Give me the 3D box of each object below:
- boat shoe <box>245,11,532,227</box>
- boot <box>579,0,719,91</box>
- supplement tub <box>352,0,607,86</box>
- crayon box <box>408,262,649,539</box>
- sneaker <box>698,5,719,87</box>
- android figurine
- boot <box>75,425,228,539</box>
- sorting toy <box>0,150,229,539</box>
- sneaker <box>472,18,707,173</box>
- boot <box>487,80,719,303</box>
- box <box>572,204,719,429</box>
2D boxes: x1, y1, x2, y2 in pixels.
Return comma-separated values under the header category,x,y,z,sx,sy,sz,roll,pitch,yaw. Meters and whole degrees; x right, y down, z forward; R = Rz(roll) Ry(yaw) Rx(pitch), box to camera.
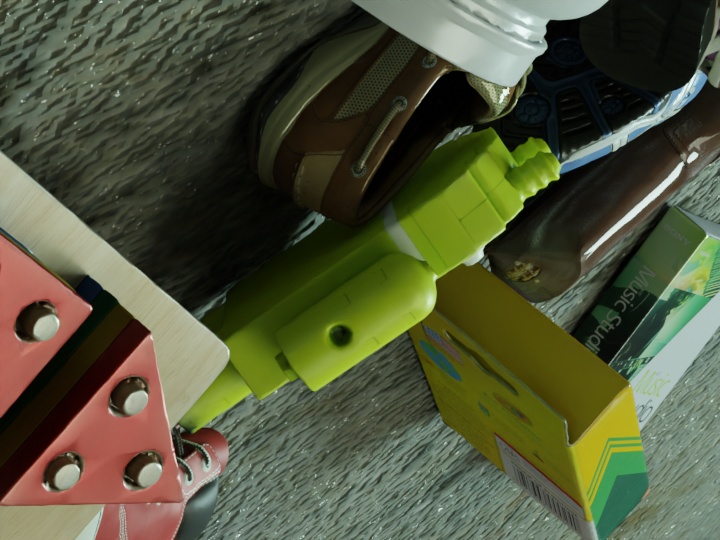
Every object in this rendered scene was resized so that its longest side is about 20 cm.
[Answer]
category,x,y,z,sx,sy,sz,roll,pitch,yaw
boat shoe,0.040,-0.094,1.082,0.200,0.074,0.076,-45,156,-10
boot,0.150,-0.185,1.054,0.200,0.077,0.138,113,2,-63
supplement tub,0.062,-0.183,0.899,0.200,0.145,0.145,-56,156,13
crayon box,0.091,0.067,1.346,0.051,0.127,0.200,-46,157,-11
sneaker,0.176,-0.103,1.177,0.114,0.201,0.073,-19,164,-34
android figurine,0.000,0.000,1.088,0.200,0.041,0.182,-33,-171,3
boot,-0.111,0.087,1.100,0.144,0.072,0.200,-39,158,-33
sorting toy,-0.155,0.069,0.904,0.200,0.070,0.199,-49,136,-3
sneaker,0.130,-0.091,1.241,0.200,0.076,0.077,-35,152,-33
boot,0.166,-0.057,1.304,0.200,0.064,0.186,-37,-175,-23
box,0.176,0.054,1.591,0.200,0.036,0.144,-55,156,11
